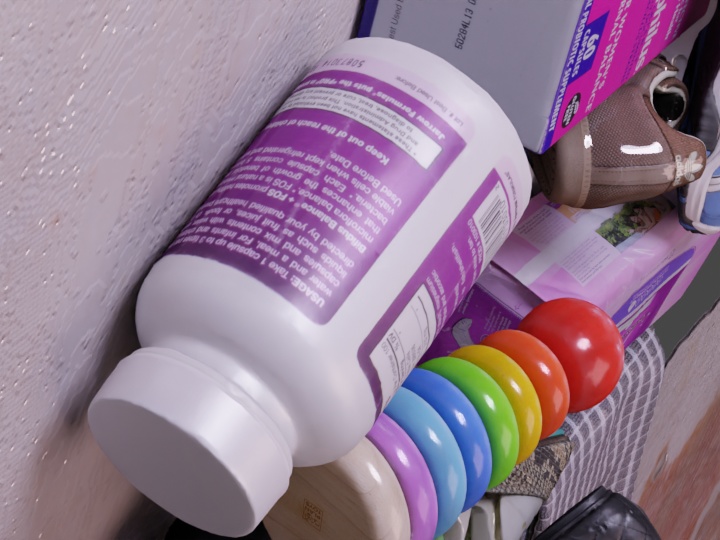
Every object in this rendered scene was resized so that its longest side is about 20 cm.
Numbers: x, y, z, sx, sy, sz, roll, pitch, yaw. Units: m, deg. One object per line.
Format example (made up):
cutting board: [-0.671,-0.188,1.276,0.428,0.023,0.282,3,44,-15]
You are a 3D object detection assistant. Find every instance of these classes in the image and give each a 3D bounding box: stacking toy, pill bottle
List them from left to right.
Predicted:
pill bottle: [-0.023,0.008,1.074,0.200,0.112,0.113,-52,159,-28]
stacking toy: [0.045,0.066,1.178,0.200,0.085,0.086,-30,145,-40]

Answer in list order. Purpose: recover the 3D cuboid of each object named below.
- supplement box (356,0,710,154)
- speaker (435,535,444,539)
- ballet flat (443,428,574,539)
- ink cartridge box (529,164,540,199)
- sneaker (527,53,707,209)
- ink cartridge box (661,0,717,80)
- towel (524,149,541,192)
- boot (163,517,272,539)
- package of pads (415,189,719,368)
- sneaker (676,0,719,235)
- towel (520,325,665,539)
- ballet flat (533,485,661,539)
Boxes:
supplement box: [0.093,-0.148,1.194,0.200,0.103,0.102,-42,152,-52]
speaker: [0.008,0.169,1.430,0.200,0.088,0.089,-25,139,-62]
ballet flat: [0.045,0.124,1.395,0.068,0.076,0.199,-25,160,40]
ink cartridge box: [0.000,0.000,1.264,0.200,0.050,0.162,-47,161,-3]
sneaker: [0.119,-0.083,1.271,0.200,0.075,0.071,-93,-174,-60]
ink cartridge box: [0.243,-0.126,1.547,0.087,0.146,0.200,-23,180,29]
towel: [0.122,-0.046,1.502,0.200,0.048,0.112,-36,149,-55]
boot: [-0.089,0.151,1.143,0.168,0.076,0.200,-50,165,-26]
package of pads: [0.117,0.001,1.357,0.200,0.076,0.121,-39,159,-42]
sneaker: [0.200,-0.093,1.252,0.076,0.076,0.201,-87,-170,-48]
towel: [0.120,0.134,1.691,0.166,0.085,0.201,-47,156,-39]
ballet flat: [0.082,0.194,1.410,0.200,0.057,0.066,-45,172,26]
